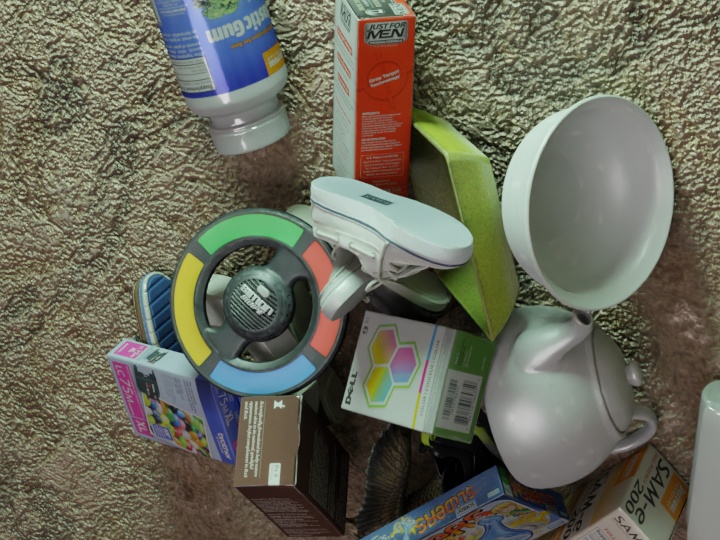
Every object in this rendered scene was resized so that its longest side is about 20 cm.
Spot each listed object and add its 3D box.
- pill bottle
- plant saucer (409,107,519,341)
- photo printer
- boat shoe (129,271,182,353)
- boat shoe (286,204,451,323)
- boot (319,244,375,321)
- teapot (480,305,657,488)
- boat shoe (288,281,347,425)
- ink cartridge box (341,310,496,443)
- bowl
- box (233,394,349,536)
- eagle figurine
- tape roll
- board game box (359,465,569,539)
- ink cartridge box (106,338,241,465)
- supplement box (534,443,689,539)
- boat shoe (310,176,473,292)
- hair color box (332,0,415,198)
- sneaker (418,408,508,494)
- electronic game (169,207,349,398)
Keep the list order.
[{"bbox_3d":[-0.138,-0.225,1.669,0.111,0.112,0.201,-7,114,28],"label":"pill bottle"},{"bbox_3d":[0.101,-0.058,1.629,0.048,0.200,0.201,-19,113,-7],"label":"plant saucer"},{"bbox_3d":[0.418,0.221,1.676,0.165,0.069,0.201,13,122,19],"label":"photo printer"},{"bbox_3d":[-0.235,0.097,1.923,0.072,0.072,0.201,-1,113,36],"label":"boat shoe"},{"bbox_3d":[0.000,0.000,1.757,0.199,0.074,0.061,29,121,-2],"label":"boat shoe"},{"bbox_3d":[-0.014,-0.026,1.667,0.095,0.200,0.074,42,123,3],"label":"boot"},{"bbox_3d":[0.214,0.121,1.659,0.145,0.200,0.199,-15,98,18],"label":"teapot"},{"bbox_3d":[-0.073,0.091,1.844,0.057,0.067,0.201,-8,116,24],"label":"boat shoe"},{"bbox_3d":[0.040,0.101,1.655,0.199,0.059,0.105,11,86,52],"label":"ink cartridge box"},{"bbox_3d":[0.200,-0.067,1.567,0.090,0.201,0.202,11,125,50],"label":"bowl"},{"bbox_3d":[-0.071,0.214,1.766,0.074,0.101,0.200,-2,155,13],"label":"box"},{"bbox_3d":[0.054,0.255,1.840,0.151,0.151,0.200,54,133,15],"label":"eagle figurine"},{"bbox_3d":[-0.126,0.098,1.838,0.202,0.037,0.204,37,147,28],"label":"tape roll"},{"bbox_3d":[0.101,0.276,1.723,0.199,0.035,0.135,-33,144,25],"label":"board game box"},{"bbox_3d":[-0.191,0.151,1.852,0.199,0.042,0.120,10,128,35],"label":"ink cartridge box"},{"bbox_3d":[0.247,0.287,1.761,0.074,0.126,0.200,46,126,-4],"label":"supplement box"},{"bbox_3d":[0.024,-0.020,1.556,0.201,0.074,0.087,23,118,38],"label":"boat shoe"},{"bbox_3d":[0.012,-0.174,1.625,0.061,0.102,0.201,-6,121,-12],"label":"hair color box"},{"bbox_3d":[0.110,0.208,1.728,0.071,0.083,0.200,13,151,41],"label":"sneaker"},{"bbox_3d":[-0.107,0.035,1.720,0.198,0.042,0.202,1,92,17],"label":"electronic game"}]
